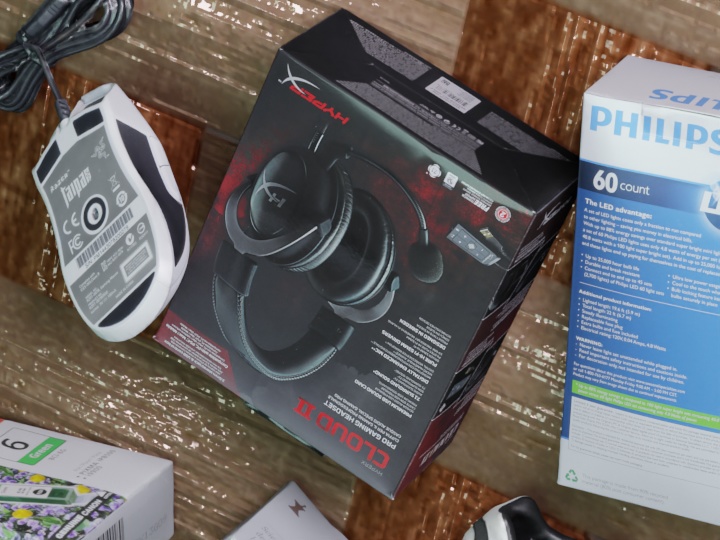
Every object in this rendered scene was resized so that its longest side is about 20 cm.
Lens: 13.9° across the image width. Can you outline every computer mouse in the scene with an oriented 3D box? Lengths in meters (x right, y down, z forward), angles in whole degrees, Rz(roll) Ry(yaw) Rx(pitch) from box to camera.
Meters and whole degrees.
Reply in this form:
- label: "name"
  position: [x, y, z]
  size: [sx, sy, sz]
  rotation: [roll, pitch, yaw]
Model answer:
- label: "computer mouse"
  position: [-0.128, -0.049, 1.465]
  size: [0.110, 0.044, 0.201]
  rotation: [-40, 56, 29]

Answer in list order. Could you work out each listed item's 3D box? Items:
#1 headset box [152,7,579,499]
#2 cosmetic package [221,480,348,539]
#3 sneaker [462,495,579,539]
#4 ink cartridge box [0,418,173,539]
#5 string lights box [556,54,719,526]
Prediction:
- label: "headset box"
  position: [0.000, 0.000, 1.436]
  size: [0.148, 0.077, 0.201]
  rotation: [34, 121, 12]
- label: "cosmetic package"
  position: [-0.078, 0.212, 1.570]
  size: [0.102, 0.074, 0.200]
  rotation: [48, 126, 2]
- label: "sneaker"
  position: [0.125, 0.188, 1.449]
  size: [0.199, 0.074, 0.080]
  rotation: [33, 119, 12]
- label: "ink cartridge box"
  position: [-0.211, 0.122, 1.581]
  size: [0.199, 0.109, 0.051]
  rotation: [13, 116, 24]
- label: "string lights box"
  position: [0.152, 0.011, 1.367]
  size: [0.102, 0.059, 0.201]
  rotation: [13, 116, 23]
